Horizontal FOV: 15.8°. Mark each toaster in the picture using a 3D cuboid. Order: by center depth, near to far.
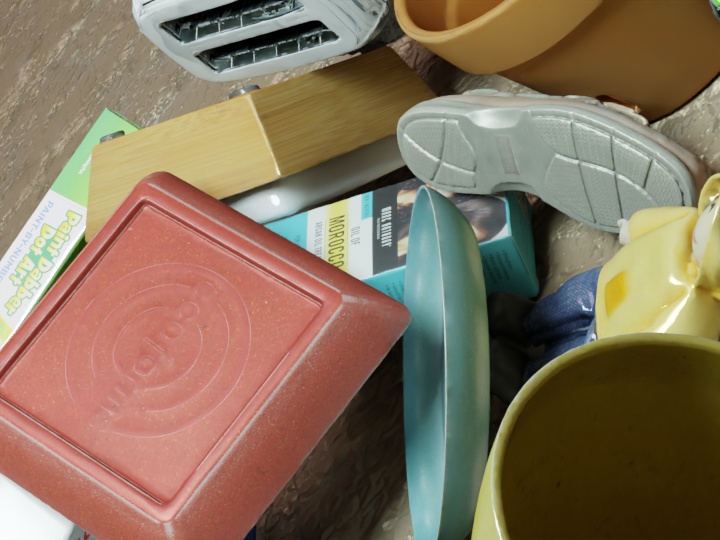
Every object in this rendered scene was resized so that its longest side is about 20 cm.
[{"bbox_3d":[-0.059,-0.197,1.567,0.200,0.114,0.129,-10,56,33],"label":"toaster"}]

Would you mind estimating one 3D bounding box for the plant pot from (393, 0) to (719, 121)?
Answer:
[{"bbox_3d":[0.136,-0.176,1.465,0.200,0.140,0.200,-41,28,28],"label":"plant pot"}]

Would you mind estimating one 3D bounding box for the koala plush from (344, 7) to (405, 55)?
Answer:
[{"bbox_3d":[0.069,-0.249,1.660,0.200,0.184,0.177,4,34,30],"label":"koala plush"}]

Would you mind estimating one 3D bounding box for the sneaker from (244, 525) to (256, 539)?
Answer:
[{"bbox_3d":[-0.078,0.209,1.458,0.115,0.081,0.199,-18,51,47],"label":"sneaker"}]

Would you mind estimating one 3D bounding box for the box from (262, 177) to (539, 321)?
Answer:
[{"bbox_3d":[0.000,0.000,1.500,0.200,0.049,0.082,-17,37,13],"label":"box"}]

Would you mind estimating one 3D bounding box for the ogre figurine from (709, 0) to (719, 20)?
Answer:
[{"bbox_3d":[0.226,-0.159,1.314,0.098,0.120,0.200,-52,25,7],"label":"ogre figurine"}]

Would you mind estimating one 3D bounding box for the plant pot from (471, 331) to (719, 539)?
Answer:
[{"bbox_3d":[0.125,0.147,1.078,0.142,0.200,0.200,115,168,-47],"label":"plant pot"}]

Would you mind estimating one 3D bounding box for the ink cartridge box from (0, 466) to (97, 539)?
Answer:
[{"bbox_3d":[-0.171,0.159,1.524,0.084,0.200,0.145,16,66,18],"label":"ink cartridge box"}]

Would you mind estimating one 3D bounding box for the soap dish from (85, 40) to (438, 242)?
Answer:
[{"bbox_3d":[-0.061,-0.076,1.623,0.157,0.081,0.200,-16,5,35],"label":"soap dish"}]

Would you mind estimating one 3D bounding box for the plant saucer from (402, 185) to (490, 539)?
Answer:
[{"bbox_3d":[0.045,0.055,1.365,0.200,0.027,0.200,180,90,-86],"label":"plant saucer"}]

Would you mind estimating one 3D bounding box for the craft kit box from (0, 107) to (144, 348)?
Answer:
[{"bbox_3d":[-0.172,0.010,1.733,0.049,0.198,0.200,33,87,21],"label":"craft kit box"}]

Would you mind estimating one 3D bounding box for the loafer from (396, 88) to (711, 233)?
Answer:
[{"bbox_3d":[0.113,-0.071,1.430,0.200,0.072,0.063,13,37,39],"label":"loafer"}]

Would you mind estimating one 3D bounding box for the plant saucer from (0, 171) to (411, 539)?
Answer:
[{"bbox_3d":[-0.107,0.049,1.419,0.200,0.037,0.200,30,73,30],"label":"plant saucer"}]

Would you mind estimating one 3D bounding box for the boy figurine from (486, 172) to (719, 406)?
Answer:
[{"bbox_3d":[0.143,0.015,1.314,0.200,0.064,0.124,-32,33,47],"label":"boy figurine"}]
